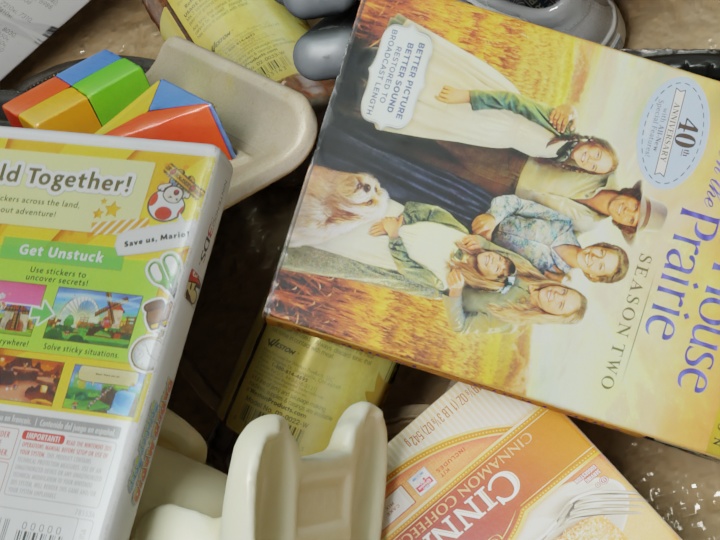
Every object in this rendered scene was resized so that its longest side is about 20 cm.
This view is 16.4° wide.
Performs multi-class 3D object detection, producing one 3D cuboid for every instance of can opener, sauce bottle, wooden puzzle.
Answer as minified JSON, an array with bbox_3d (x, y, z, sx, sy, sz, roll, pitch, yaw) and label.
[{"bbox_3d":[-0.013,-0.119,1.115,0.066,0.200,0.053,-10,102,5],"label":"can opener"},{"bbox_3d":[0.000,0.000,1.047,0.065,0.065,0.200,29,98,33],"label":"sauce bottle"},{"bbox_3d":[-0.066,-0.126,1.212,0.066,0.066,0.200,-33,56,3],"label":"sauce bottle"},{"bbox_3d":[-0.134,-0.035,1.031,0.200,0.046,0.185,-34,25,-12],"label":"wooden puzzle"}]

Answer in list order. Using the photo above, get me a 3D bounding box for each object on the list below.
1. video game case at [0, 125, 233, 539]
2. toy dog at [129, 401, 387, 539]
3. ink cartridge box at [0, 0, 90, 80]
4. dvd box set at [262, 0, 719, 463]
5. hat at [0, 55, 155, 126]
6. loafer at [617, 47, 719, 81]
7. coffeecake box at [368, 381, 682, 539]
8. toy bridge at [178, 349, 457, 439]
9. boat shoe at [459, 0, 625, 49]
[{"bbox_3d":[-0.161,0.030,0.922,0.200,0.023,0.182,6,67,22],"label":"video game case"},{"bbox_3d":[-0.105,0.119,0.974,0.200,0.140,0.194,6,101,21],"label":"toy dog"},{"bbox_3d":[-0.180,-0.170,1.243,0.200,0.068,0.116,-38,45,23],"label":"ink cartridge box"},{"bbox_3d":[0.077,-0.019,0.991,0.200,0.029,0.146,18,86,2],"label":"dvd box set"},{"bbox_3d":[-0.161,-0.038,1.173,0.201,0.081,0.201,-19,53,27],"label":"hat"},{"bbox_3d":[0.114,-0.070,1.096,0.200,0.073,0.071,1,24,10],"label":"loafer"},{"bbox_3d":[0.067,0.155,0.992,0.154,0.073,0.200,-41,55,-3],"label":"coffeecake box"},{"bbox_3d":[-0.027,0.046,1.122,0.200,0.027,0.067,16,72,30],"label":"toy bridge"},{"bbox_3d":[0.044,-0.161,1.182,0.072,0.069,0.200,-38,55,0],"label":"boat shoe"}]
